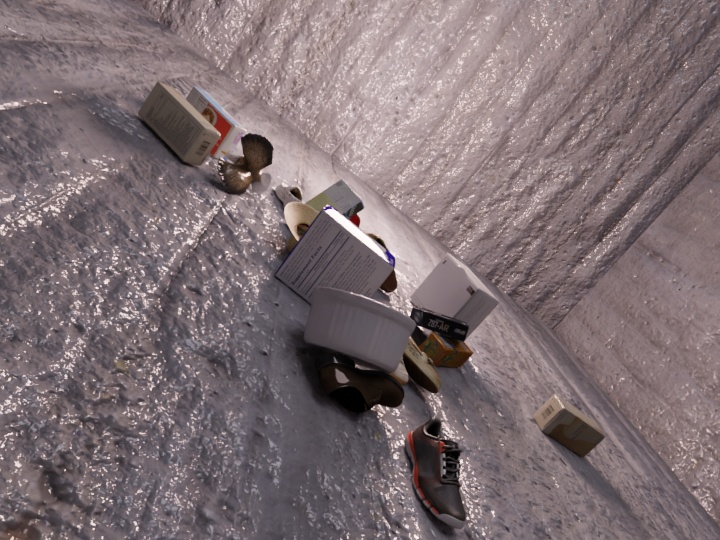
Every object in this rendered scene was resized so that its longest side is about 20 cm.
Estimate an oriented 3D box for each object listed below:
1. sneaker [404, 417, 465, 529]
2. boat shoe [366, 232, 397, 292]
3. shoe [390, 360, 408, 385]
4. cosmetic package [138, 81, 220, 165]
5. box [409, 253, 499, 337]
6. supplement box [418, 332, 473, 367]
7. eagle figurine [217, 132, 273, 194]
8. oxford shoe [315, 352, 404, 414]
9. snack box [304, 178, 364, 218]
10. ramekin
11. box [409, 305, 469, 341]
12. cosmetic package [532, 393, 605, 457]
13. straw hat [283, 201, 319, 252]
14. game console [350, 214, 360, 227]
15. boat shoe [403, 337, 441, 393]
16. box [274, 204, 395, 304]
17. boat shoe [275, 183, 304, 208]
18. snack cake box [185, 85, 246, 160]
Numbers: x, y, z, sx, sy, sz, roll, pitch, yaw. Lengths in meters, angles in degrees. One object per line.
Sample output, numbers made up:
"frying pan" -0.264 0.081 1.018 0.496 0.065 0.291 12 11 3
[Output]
"sneaker" 0.130 0.318 0.885 0.077 0.082 0.201 31 17 -28
"boat shoe" 0.064 -0.015 1.607 0.068 0.072 0.202 16 -41 58
"shoe" 0.048 0.165 1.190 0.069 0.054 0.201 22 23 -50
"cosmetic package" -0.462 -0.373 1.382 0.200 0.105 0.071 46 14 16
"box" 0.298 0.094 1.739 0.130 0.201 0.200 29 18 -39
"supplement box" 0.233 0.218 1.474 0.199 0.067 0.069 19 27 -54
"eagle figurine" -0.310 -0.284 1.462 0.148 0.155 0.200 -4 10 -14
"oxford shoe" 0.005 0.215 0.934 0.198 0.073 0.085 25 35 -37
"snack box" -0.100 -0.162 1.516 0.116 0.198 0.037 50 -10 37
"ramekin" -0.007 0.111 0.975 0.197 0.099 0.201 18 -13 4
"box" 0.218 0.145 1.516 0.158 0.044 0.200 19 1 10
"cosmetic package" 0.636 0.475 1.653 0.198 0.106 0.071 33 17 -20
"straw hat" -0.138 -0.070 1.360 0.200 0.085 0.202 34 29 -21
"game console" -0.032 -0.158 1.821 0.171 0.119 0.201 22 23 -49
"boat shoe" 0.120 0.189 1.229 0.200 0.062 0.074 47 -26 28
"box" -0.053 -0.010 1.197 0.199 0.185 0.105 38 16 -6
"boat shoe" -0.209 -0.230 1.684 0.070 0.070 0.201 26 19 -36
"snack cake box" -0.445 -0.435 1.608 0.200 0.115 0.067 44 15 17
